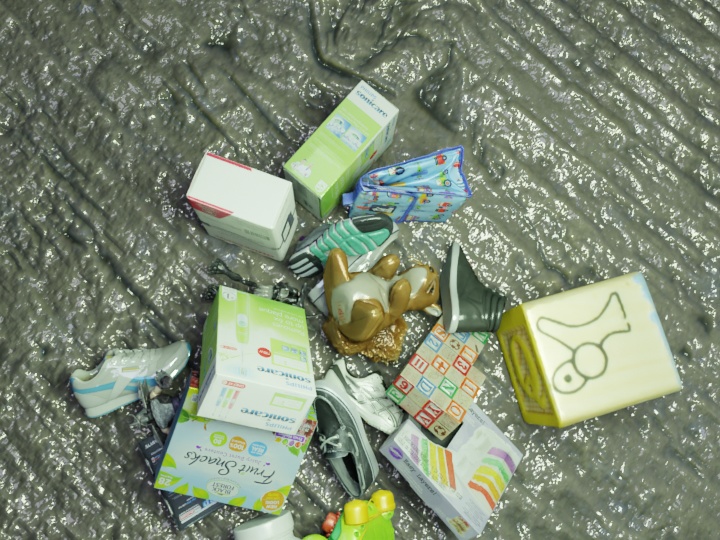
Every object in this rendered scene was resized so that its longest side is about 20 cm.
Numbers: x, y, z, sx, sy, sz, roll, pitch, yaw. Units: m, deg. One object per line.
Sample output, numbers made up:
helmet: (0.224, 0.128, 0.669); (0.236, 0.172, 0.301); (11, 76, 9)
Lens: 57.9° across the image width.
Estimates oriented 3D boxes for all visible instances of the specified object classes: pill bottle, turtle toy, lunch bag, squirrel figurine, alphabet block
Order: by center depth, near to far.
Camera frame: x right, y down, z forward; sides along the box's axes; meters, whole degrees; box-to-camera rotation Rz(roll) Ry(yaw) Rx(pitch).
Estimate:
turtle toy: (-0.017, 0.426, 1.001); (0.100, 0.199, 0.147); (-14, 77, 34)
pill bottle: (-0.127, 0.486, 1.004); (0.115, 0.116, 0.202); (-16, 81, -5)
alphabet block: (0.353, 0.130, 1.050); (0.198, 0.196, 0.197); (-14, 78, -5)
squirrel figurine: (0.039, 0.060, 1.079); (0.186, 0.201, 0.142); (-13, 48, -34)
lunch bag: (0.066, -0.135, 1.102); (0.198, 0.151, 0.095); (-7, 79, -10)

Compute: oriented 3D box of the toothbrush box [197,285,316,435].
toothbrush box: (-0.154, 0.128, 0.957); (0.145, 0.201, 0.086); (18, 120, -20)

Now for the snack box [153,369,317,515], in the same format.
snack box: (-0.188, 0.262, 0.982); (0.199, 0.068, 0.170); (20, 100, -16)

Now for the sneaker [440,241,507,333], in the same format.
sneaker: (0.191, 0.033, 1.099); (0.098, 0.071, 0.201); (10, 43, -5)

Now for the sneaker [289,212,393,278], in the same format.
sneaker: (-0.035, -0.064, 1.092); (0.199, 0.075, 0.088); (-23, 38, 23)

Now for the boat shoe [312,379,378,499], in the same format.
boat shoe: (-0.035, 0.272, 1.037); (0.071, 0.068, 0.201); (-12, 109, 31)

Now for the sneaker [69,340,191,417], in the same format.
sneaker: (-0.375, 0.163, 1.067); (0.199, 0.077, 0.081); (-27, 111, -7)

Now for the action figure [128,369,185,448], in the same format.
action figure: (-0.271, 0.208, 1.024); (0.198, 0.069, 0.131); (-19, 106, -3)

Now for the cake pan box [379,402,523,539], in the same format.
cake pan box: (0.146, 0.287, 1.036); (0.200, 0.052, 0.184); (48, 43, 5)

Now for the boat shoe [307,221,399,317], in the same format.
boat shoe: (0.000, 0.000, 1.127); (0.200, 0.072, 0.066); (-42, 88, -8)

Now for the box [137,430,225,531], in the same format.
box: (-0.240, 0.303, 1.071); (0.199, 0.046, 0.160); (-29, 81, -7)

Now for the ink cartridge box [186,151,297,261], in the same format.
ink cartridge box: (-0.187, -0.098, 1.073); (0.144, 0.200, 0.085); (20, 76, 2)

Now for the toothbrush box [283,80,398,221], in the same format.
toothbrush box: (-0.033, -0.200, 1.117); (0.086, 0.146, 0.200); (38, 79, 5)

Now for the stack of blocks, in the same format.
stack of blocks: (0.139, 0.159, 1.051); (0.115, 0.059, 0.200); (38, 43, 5)

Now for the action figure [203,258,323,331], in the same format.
action figure: (-0.166, 0.059, 1.088); (0.199, 0.102, 0.120); (23, 113, 5)

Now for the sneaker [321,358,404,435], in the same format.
sneaker: (0.029, 0.215, 1.083); (0.199, 0.076, 0.088); (26, 79, 2)
